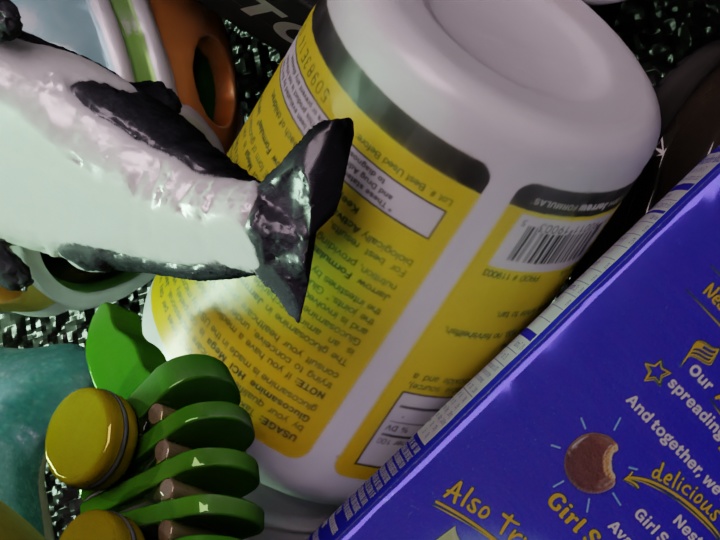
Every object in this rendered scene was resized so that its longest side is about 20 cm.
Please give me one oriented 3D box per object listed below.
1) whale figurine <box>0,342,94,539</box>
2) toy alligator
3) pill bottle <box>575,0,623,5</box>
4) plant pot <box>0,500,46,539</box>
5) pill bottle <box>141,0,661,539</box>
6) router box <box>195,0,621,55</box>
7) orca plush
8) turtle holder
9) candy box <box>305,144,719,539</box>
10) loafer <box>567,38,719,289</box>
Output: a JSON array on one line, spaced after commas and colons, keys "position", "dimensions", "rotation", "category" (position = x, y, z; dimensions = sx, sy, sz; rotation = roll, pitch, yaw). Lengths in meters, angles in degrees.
[{"position": [-0.155, 0.104, 1.004], "dimensions": [0.159, 0.104, 0.200], "rotation": [9, 69, 25], "category": "whale figurine"}, {"position": [-0.050, 0.093, 0.865], "dimensions": [0.054, 0.059, 0.200], "rotation": [-28, 56, 34], "category": "toy alligator"}, {"position": [0.051, -0.191, 0.926], "dimensions": [0.111, 0.200, 0.111], "rotation": [-33, 22, 15], "category": "pill bottle"}, {"position": [-0.160, 0.134, 0.862], "dimensions": [0.200, 0.142, 0.200], "rotation": [2, 74, -8], "category": "plant pot"}, {"position": [0.000, 0.000, 0.946], "dimensions": [0.112, 0.112, 0.200], "rotation": [52, 124, 30], "category": "pill bottle"}, {"position": [0.007, -0.142, 0.995], "dimensions": [0.051, 0.200, 0.149], "rotation": [-3, 62, 55], "category": "router box"}, {"position": [-0.077, -0.051, 0.916], "dimensions": [0.200, 0.105, 0.071], "rotation": [6, 31, 39], "category": "orca plush"}, {"position": [-0.127, -0.047, 1.021], "dimensions": [0.185, 0.141, 0.132], "rotation": [-21, 44, -23], "category": "turtle holder"}, {"position": [0.099, 0.086, 0.886], "dimensions": [0.200, 0.077, 0.169], "rotation": [-43, 94, 1], "category": "candy box"}, {"position": [0.101, 0.022, 0.967], "dimensions": [0.071, 0.073, 0.200], "rotation": [20, 83, 13], "category": "loafer"}]
